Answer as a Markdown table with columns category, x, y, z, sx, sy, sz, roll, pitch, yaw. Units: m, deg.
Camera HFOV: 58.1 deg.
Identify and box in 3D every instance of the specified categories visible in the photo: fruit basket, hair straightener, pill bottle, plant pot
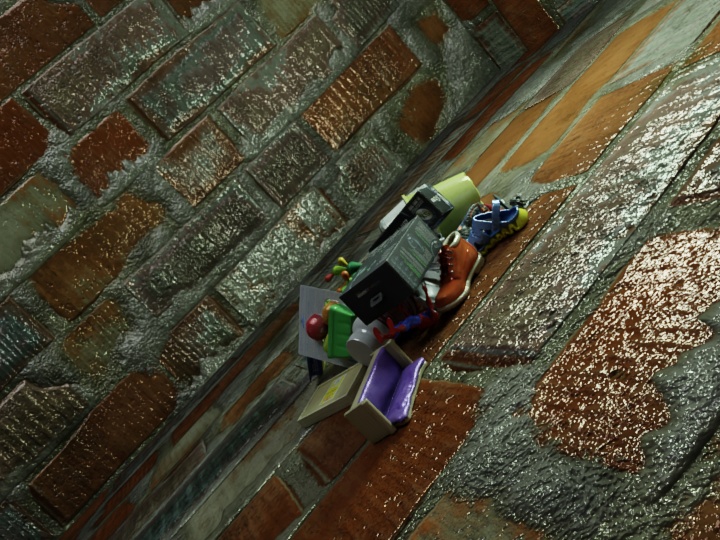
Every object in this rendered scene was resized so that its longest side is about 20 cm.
| category | x | y | z | sx | sy | sz | roll | pitch | yaw |
| --- | --- | --- | --- | --- | --- | --- | --- | --- | --- |
| fruit basket | -0.079 | 0.141 | 1.644 | 0.198 | 0.188 | 0.093 | 10 | 12 | 42 |
| hair straightener | 0.373 | -0.173 | 1.631 | 0.077 | 0.041 | 0.200 | -44 | 10 | 2 |
| pill bottle | 0.052 | 0.123 | 1.523 | 0.113 | 0.113 | 0.201 | -30 | 17 | 52 |
| plant pot | 0.240 | -0.167 | 1.786 | 0.183 | 0.202 | 0.201 | -32 | 12 | 5 |

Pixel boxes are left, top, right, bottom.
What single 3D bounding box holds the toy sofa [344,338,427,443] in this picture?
| category | x | y | z | sx | sy | sz | roll | pitch | yaw |
| --- | --- | --- | --- | --- | --- | --- | --- | --- | --- |
| toy sofa | 0.052 | 0.219 | 1.232 | 0.097 | 0.083 | 0.201 | -39 | 12 | 32 |

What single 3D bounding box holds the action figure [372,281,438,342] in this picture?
| category | x | y | z | sx | sy | sz | roll | pitch | yaw |
| --- | --- | --- | --- | --- | --- | --- | --- | --- | --- |
| action figure | 0.099 | 0.086 | 1.374 | 0.065 | 0.100 | 0.199 | -33 | -18 | 36 |

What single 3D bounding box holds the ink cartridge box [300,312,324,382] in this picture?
| category | x | y | z | sx | sy | sz | roll | pitch | yaw |
| --- | --- | --- | --- | --- | --- | --- | --- | --- | --- |
| ink cartridge box | -0.130 | 0.182 | 1.817 | 0.046 | 0.201 | 0.200 | -7 | 14 | -2 |

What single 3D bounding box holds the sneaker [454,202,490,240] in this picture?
| category | x | y | z | sx | sy | sz | roll | pitch | yaw |
| --- | --- | --- | --- | --- | --- | --- | --- | --- | --- |
| sneaker | 0.264 | -0.077 | 1.643 | 0.200 | 0.075 | 0.079 | -50 | -8 | -24 |

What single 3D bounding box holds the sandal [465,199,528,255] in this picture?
| category | x | y | z | sx | sy | sz | roll | pitch | yaw |
| --- | --- | --- | --- | --- | --- | --- | --- | --- | --- |
| sandal | 0.291 | -0.098 | 1.521 | 0.200 | 0.087 | 0.080 | -42 | 21 | 27 |

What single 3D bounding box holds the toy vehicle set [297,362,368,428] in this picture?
| category | x | y | z | sx | sy | sz | roll | pitch | yaw |
| --- | --- | --- | --- | --- | --- | --- | --- | --- | --- |
| toy vehicle set | -0.060 | 0.292 | 1.536 | 0.199 | 0.027 | 0.125 | -36 | 14 | 41 |

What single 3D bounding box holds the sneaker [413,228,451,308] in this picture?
| category | x | y | z | sx | sy | sz | roll | pitch | yaw |
| --- | --- | --- | --- | --- | --- | --- | --- | --- | --- |
| sneaker | 0.167 | -0.008 | 1.513 | 0.201 | 0.074 | 0.116 | -83 | 3 | -54 |

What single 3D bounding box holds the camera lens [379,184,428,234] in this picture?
| category | x | y | z | sx | sy | sz | roll | pitch | yaw |
| --- | --- | --- | --- | --- | --- | --- | --- | --- | --- |
| camera lens | 0.168 | -0.142 | 1.976 | 0.200 | 0.160 | 0.160 | -42 | 11 | 12 |

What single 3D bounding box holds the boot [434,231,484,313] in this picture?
| category | x | y | z | sx | sy | sz | roll | pitch | yaw |
| --- | --- | --- | --- | --- | --- | --- | --- | --- | --- |
| boot | 0.199 | 0.003 | 1.441 | 0.075 | 0.107 | 0.201 | -20 | 28 | 45 |

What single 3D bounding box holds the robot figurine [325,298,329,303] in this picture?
| category | x | y | z | sx | sy | sz | roll | pitch | yaw |
| --- | --- | --- | --- | --- | --- | --- | --- | --- | --- |
| robot figurine | -0.025 | 0.125 | 1.721 | 0.198 | 0.115 | 0.178 | -7 | 60 | 37 |

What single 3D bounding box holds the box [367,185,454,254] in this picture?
| category | x | y | z | sx | sy | sz | roll | pitch | yaw |
| --- | --- | --- | --- | --- | --- | --- | --- | --- | --- |
| box | 0.129 | -0.104 | 1.618 | 0.200 | 0.086 | 0.164 | -50 | -6 | 19 |

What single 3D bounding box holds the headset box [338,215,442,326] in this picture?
| category | x | y | z | sx | sy | sz | roll | pitch | yaw |
| --- | --- | --- | --- | --- | --- | --- | --- | --- | --- |
| headset box | 0.065 | 0.004 | 1.409 | 0.174 | 0.093 | 0.200 | -38 | 11 | 41 |

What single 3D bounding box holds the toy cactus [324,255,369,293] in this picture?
| category | x | y | z | sx | sy | sz | roll | pitch | yaw |
| --- | --- | --- | --- | --- | --- | --- | --- | --- | --- |
| toy cactus | 0.000 | 0.000 | 1.673 | 0.165 | 0.103 | 0.199 | -43 | 24 | -18 |
